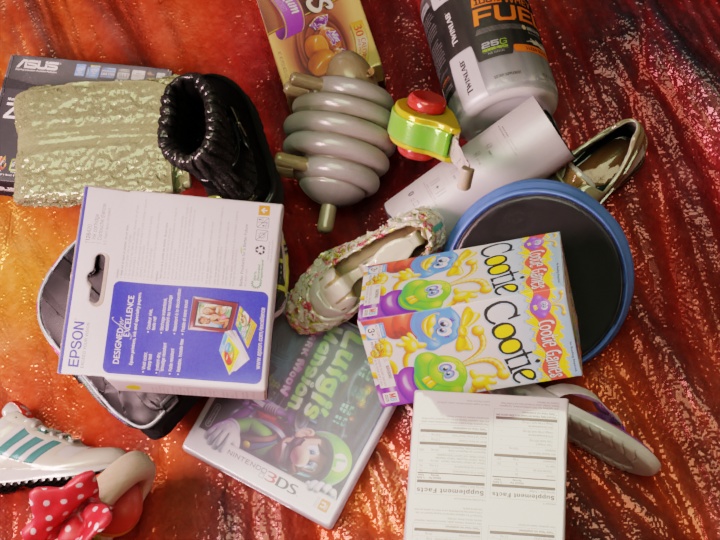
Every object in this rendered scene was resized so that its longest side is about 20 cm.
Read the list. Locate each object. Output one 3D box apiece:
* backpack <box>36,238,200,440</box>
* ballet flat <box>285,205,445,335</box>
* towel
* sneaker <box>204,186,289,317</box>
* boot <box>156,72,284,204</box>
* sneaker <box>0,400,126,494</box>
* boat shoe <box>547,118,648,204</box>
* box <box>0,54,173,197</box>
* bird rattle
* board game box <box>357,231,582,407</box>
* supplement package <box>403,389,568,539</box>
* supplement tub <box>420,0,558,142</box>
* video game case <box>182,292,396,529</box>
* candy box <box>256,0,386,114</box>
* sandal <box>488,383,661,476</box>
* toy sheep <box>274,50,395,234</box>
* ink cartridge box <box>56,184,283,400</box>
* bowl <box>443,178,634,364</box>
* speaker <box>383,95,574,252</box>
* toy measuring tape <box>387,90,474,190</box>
[{"bbox_3d":[-0.225,0.051,1.456,0.200,0.151,0.178,41,85,8],"label":"backpack"},{"bbox_3d":[0.000,0.000,1.445,0.199,0.064,0.076,-37,93,11],"label":"ballet flat"},{"bbox_3d":[-0.284,-0.140,1.555,0.197,0.037,0.151,-5,70,2],"label":"towel"},{"bbox_3d":[-0.108,-0.039,1.516,0.075,0.076,0.202,-23,64,18],"label":"sneaker"},{"bbox_3d":[-0.160,-0.156,1.446,0.079,0.158,0.212,-38,54,8],"label":"boot"},{"bbox_3d":[-0.337,0.178,1.464,0.196,0.070,0.095,-6,73,7],"label":"sneaker"},{"bbox_3d":[0.227,-0.089,1.509,0.075,0.069,0.200,40,78,19],"label":"boat shoe"},{"bbox_3d":[-0.318,-0.157,1.609,0.197,0.049,0.163,7,67,8],"label":"box"},{"bbox_3d":[-0.263,0.237,1.377,0.112,0.201,0.163,30,50,16],"label":"bird rattle"},{"bbox_3d":[0.107,0.048,1.368,0.197,0.106,0.103,-11,29,11],"label":"board game box"},{"bbox_3d":[0.120,0.236,1.345,0.148,0.152,0.203,2,68,7],"label":"supplement package"},{"bbox_3d":[0.136,-0.252,1.556,0.121,0.123,0.203,-15,68,0],"label":"supplement tub"},{"bbox_3d":[-0.061,0.139,1.475,0.180,0.023,0.202,25,73,15],"label":"video game case"},{"bbox_3d":[-0.054,-0.290,1.629,0.115,0.057,0.202,-17,69,0],"label":"candy box"},{"bbox_3d":[0.214,0.137,1.409,0.201,0.083,0.050,29,73,13],"label":"sandal"},{"bbox_3d":[-0.026,-0.139,1.528,0.136,0.138,0.203,10,85,10],"label":"toy sheep"},{"bbox_3d":[-0.180,0.021,1.369,0.197,0.047,0.200,4,66,-1],"label":"ink cartridge box"},{"bbox_3d":[0.179,0.010,1.438,0.197,0.039,0.204,2,100,9],"label":"bowl"},{"bbox_3d":[0.125,-0.095,1.487,0.199,0.081,0.082,-36,67,10],"label":"speaker"},{"bbox_3d":[0.067,-0.135,1.451,0.072,0.074,0.201,-14,28,1],"label":"toy measuring tape"}]
